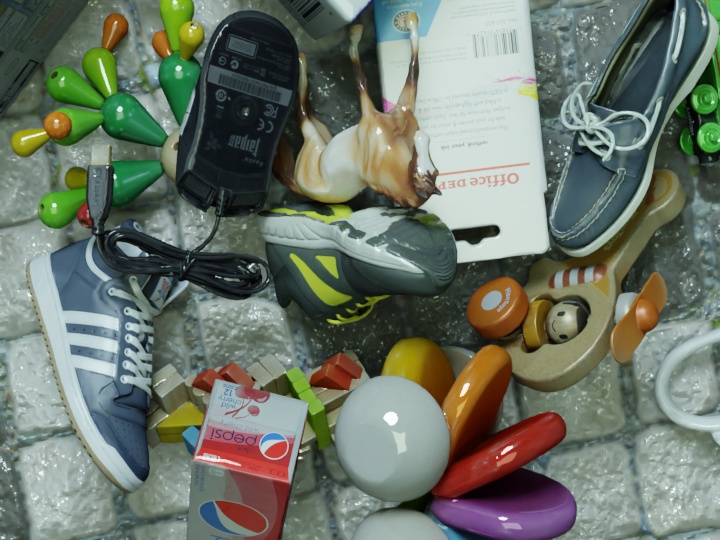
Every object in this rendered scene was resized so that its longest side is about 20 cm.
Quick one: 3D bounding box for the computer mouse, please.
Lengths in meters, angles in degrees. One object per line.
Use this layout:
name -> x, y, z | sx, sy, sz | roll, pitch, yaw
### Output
computer mouse -> -0.122, -0.087, 0.756 | 0.138, 0.046, 0.204 | 8, 93, -23

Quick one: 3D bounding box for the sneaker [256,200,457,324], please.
sneaker -> 0.000, 0.000, 0.767 | 0.074, 0.199, 0.086 | -17, 110, -33

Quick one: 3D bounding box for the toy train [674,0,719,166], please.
toy train -> 0.259, -0.182, 0.809 | 0.055, 0.042, 0.204 | -12, 94, -10

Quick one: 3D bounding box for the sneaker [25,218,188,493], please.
sneaker -> -0.168, 0.052, 0.782 | 0.107, 0.070, 0.202 | -27, 64, -1

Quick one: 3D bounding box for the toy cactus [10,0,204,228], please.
toy cactus -> -0.154, -0.108, 0.791 | 0.163, 0.102, 0.203 | 31, 77, -16

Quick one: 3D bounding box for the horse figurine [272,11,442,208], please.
horse figurine -> -0.011, -0.098, 0.767 | 0.049, 0.198, 0.135 | -3, 84, -42

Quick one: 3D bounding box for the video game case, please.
video game case -> -0.242, -0.197, 0.736 | 0.045, 0.181, 0.201 | 38, 93, -2

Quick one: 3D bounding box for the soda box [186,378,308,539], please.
soda box -> -0.085, 0.163, 0.760 | 0.069, 0.202, 0.064 | 13, 50, -1

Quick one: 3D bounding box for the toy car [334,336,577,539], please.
toy car -> 0.078, 0.148, 0.748 | 0.147, 0.174, 0.204 | -2, 97, 26

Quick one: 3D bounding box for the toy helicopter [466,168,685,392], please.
toy helicopter -> 0.181, 0.005, 0.786 | 0.201, 0.132, 0.079 | -51, 123, -13

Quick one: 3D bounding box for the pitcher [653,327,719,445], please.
pitcher -> 0.332, 0.063, 0.795 | 0.170, 0.121, 0.202 | 32, 105, 13

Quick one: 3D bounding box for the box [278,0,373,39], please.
box -> -0.015, -0.296, 0.717 | 0.184, 0.105, 0.200 | 45, 83, -13

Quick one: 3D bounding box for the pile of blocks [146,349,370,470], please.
pile of blocks -> -0.080, 0.102, 0.798 | 0.196, 0.083, 0.063 | -8, 137, 1

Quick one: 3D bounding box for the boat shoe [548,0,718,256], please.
boat shoe -> 0.185, -0.108, 0.761 | 0.061, 0.075, 0.202 | 23, 101, -43

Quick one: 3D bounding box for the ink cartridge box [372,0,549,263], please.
ink cartridge box -> 0.074, -0.110, 0.798 | 0.113, 0.068, 0.204 | -6, 94, 2
